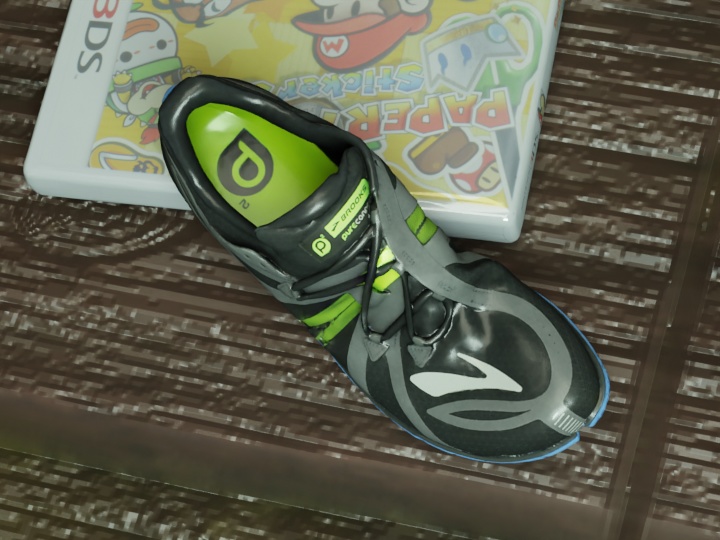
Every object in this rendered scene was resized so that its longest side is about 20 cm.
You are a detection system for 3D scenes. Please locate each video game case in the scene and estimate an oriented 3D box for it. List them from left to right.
[{"bbox_3d":[-0.019,-0.105,0.936,0.200,0.023,0.182,6,66,14],"label":"video game case"}]

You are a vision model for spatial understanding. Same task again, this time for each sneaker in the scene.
[{"bbox_3d":[0.000,-0.001,0.837,0.200,0.083,0.071,40,90,13],"label":"sneaker"}]
